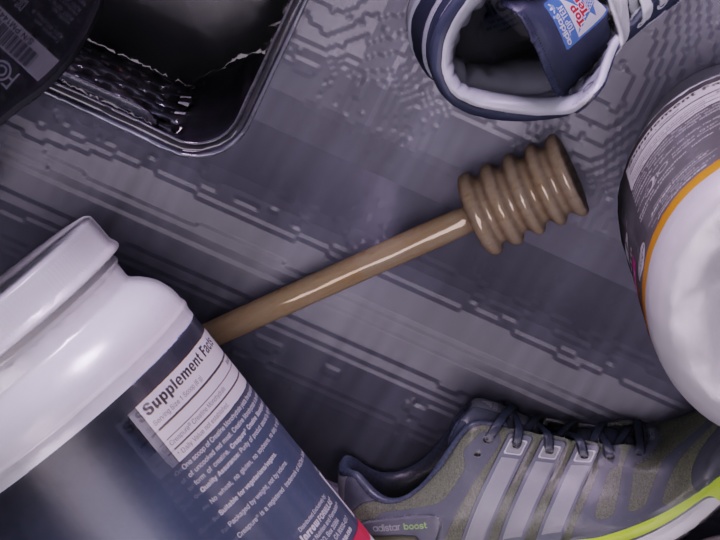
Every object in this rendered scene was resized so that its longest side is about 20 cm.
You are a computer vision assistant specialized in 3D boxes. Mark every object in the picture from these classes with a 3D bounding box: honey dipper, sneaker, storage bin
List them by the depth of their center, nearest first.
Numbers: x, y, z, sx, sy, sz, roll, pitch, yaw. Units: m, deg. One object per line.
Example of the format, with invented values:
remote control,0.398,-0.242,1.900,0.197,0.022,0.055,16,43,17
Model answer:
storage bin,-0.071,-0.164,1.103,0.135,0.094,0.200,24,108,-6
sneaker,0.109,-0.125,1.109,0.200,0.109,0.070,-31,104,9
honey dipper,0.000,0.000,1.185,0.199,0.038,0.038,-25,105,9
sneaker,0.079,0.088,1.194,0.199,0.074,0.081,-22,100,4

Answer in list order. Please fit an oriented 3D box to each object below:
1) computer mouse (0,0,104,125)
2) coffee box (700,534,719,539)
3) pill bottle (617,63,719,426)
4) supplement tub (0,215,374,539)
computer mouse,-0.197,-0.076,1.039,0.140,0.046,0.200,37,80,-17
coffee box,0.097,0.193,1.161,0.199,0.115,0.080,-15,145,2
pill bottle,0.161,-0.015,1.093,0.116,0.200,0.117,0,106,1
supplement tub,-0.096,0.093,1.141,0.140,0.140,0.200,-37,98,11
